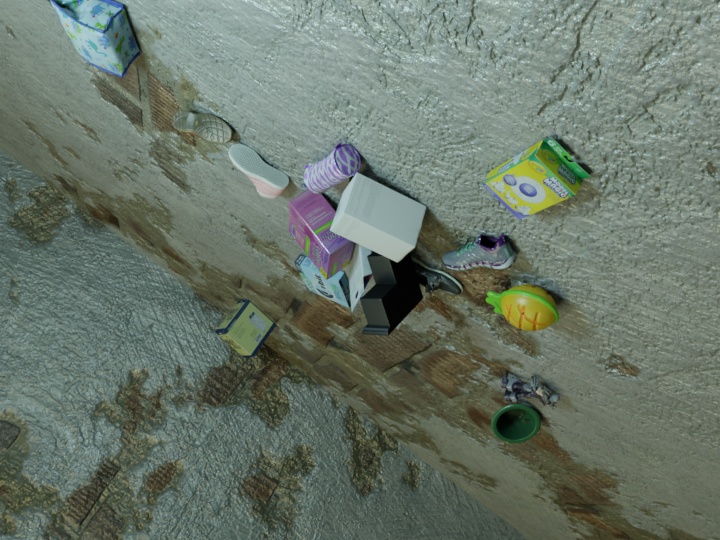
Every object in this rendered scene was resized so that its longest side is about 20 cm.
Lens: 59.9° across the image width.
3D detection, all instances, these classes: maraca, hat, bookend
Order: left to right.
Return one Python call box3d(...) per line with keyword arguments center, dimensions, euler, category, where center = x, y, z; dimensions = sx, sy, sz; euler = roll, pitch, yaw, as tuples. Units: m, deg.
box3d(center=(0.063, 0.037, 1.691), dimensions=(0.091, 0.200, 0.202), euler=(-2, 117, 39), category="bookend")
box3d(center=(0.540, 0.497, 2.230), dimensions=(0.165, 0.177, 0.200), euler=(42, 118, -12), category="hat")
box3d(center=(0.401, 0.092, 1.559), dimensions=(0.198, 0.108, 0.137), euler=(1, 141, 52), category="maraca")

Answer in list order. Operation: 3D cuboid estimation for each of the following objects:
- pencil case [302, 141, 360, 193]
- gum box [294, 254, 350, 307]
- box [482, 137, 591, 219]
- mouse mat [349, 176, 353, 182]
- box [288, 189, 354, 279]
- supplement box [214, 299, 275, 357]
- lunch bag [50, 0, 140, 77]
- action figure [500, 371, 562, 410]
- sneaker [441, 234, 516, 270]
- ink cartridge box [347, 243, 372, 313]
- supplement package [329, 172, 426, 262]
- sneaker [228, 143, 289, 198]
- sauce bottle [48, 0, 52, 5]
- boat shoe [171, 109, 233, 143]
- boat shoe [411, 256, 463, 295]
box3d(center=(-0.076, -0.258, 1.588), dimensions=(0.199, 0.083, 0.087), euler=(-14, 104, 58), category="pencil case")
box3d(center=(-0.127, 0.038, 2.231), dimensions=(0.197, 0.045, 0.171), euler=(21, 153, 28), category="gum box")
box3d(center=(0.342, -0.177, 1.223), dimensions=(0.117, 0.049, 0.199), euler=(40, 154, -11), category="box")
box3d(center=(0.054, -0.174, 1.652), dimensions=(0.197, 0.008, 0.162), euler=(29, 155, 15), category="mouse mat")
box3d(center=(-0.116, -0.107, 1.814), dimensions=(0.201, 0.096, 0.177), euler=(50, 160, 15), category="box")
box3d(center=(-0.562, 0.284, 3.056), dimensions=(0.200, 0.202, 0.133), euler=(44, 153, -19), category="supplement box")
box3d(center=(-0.708, -0.638, 1.659), dimensions=(0.196, 0.129, 0.171), euler=(20, 154, 8), category="lunch bag")
box3d(center=(0.539, 0.379, 1.960), dimensions=(0.197, 0.070, 0.131), euler=(5, 135, 43), category="action figure")
box3d(center=(0.279, -0.054, 1.517), dimensions=(0.197, 0.075, 0.089), euler=(-2, 128, 38), category="sneaker")
box3d(center=(0.000, 0.000, 1.832), dimensions=(0.042, 0.205, 0.197), euler=(-2, 160, -12), category="ink cartridge box")
box3d(center=(0.044, -0.128, 1.553), dimensions=(0.197, 0.123, 0.120), euler=(25, 155, -11), category="supplement package")
box3d(center=(-0.308, -0.282, 1.843), dimensions=(0.198, 0.076, 0.105), euler=(33, 151, -6), category="sneaker")
box3d(center=(-0.892, -0.799, 1.683), dimensions=(0.199, 0.065, 0.064), euler=(42, 155, -18), category="sauce bottle")
box3d(center=(-0.448, -0.415, 1.811), dimensions=(0.196, 0.074, 0.067), euler=(19, -174, 16), category="boat shoe")
box3d(center=(0.192, 0.029, 1.769), dimensions=(0.197, 0.067, 0.075), euler=(30, 156, 11), category="boat shoe")
